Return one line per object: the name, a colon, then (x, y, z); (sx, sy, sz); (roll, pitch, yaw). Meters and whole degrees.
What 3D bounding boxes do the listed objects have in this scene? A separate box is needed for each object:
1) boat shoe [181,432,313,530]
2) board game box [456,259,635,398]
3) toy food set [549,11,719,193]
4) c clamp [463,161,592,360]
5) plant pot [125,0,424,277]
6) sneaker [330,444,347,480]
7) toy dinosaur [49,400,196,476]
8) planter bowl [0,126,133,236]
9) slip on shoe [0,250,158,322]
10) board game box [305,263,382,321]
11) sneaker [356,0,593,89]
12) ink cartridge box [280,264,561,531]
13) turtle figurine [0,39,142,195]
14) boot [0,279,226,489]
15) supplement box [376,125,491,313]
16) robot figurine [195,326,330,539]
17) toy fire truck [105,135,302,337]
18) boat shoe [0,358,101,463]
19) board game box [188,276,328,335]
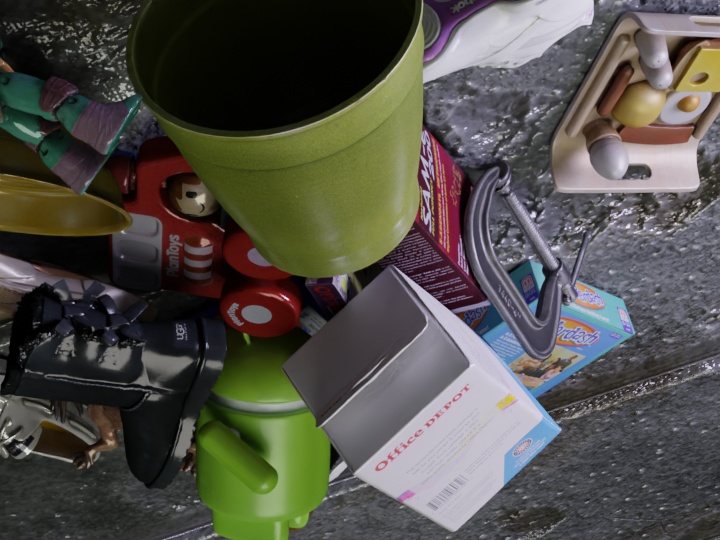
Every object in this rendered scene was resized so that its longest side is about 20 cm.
boat shoe: (-0.119, 0.164, 1.722); (0.070, 0.199, 0.071); (-44, 156, -39)
board game box: (0.143, 0.076, 1.821); (0.200, 0.045, 0.152); (-36, 142, 30)
toy food set: (0.253, -0.133, 1.530); (0.143, 0.061, 0.200); (-1, 146, -21)
c clamp: (0.139, -0.017, 1.611); (0.027, 0.172, 0.200); (-8, 142, 30)
plant pot: (-0.037, -0.102, 1.293); (0.199, 0.201, 0.193); (-17, 139, 2)
sneaker: (-0.001, 0.144, 1.716); (0.088, 0.074, 0.200); (2, 147, -47)
toy dinosaur: (-0.196, 0.115, 1.637); (0.199, 0.086, 0.136); (7, 153, 8)
planter bowl: (-0.255, -0.087, 1.331); (0.199, 0.084, 0.200); (6, 170, 1)
slip on shoe: (-0.259, 0.025, 1.524); (0.199, 0.061, 0.076); (19, 180, -38)
board game box: (0.000, 0.000, 1.564); (0.032, 0.121, 0.200); (-4, 154, 15)
sneaker: (0.083, -0.169, 1.386); (0.199, 0.075, 0.100); (-23, 146, 11)
ink cartridge box: (0.044, 0.100, 1.505); (0.128, 0.125, 0.200); (-43, 143, 6)
turtle figurine: (-0.242, -0.134, 1.203); (0.200, 0.101, 0.150); (36, 166, -7)
boot: (-0.209, 0.095, 1.512); (0.161, 0.074, 0.199); (8, 134, -20)
supplement box: (0.041, -0.052, 1.513); (0.061, 0.110, 0.200); (-14, 151, 21)
robot figurine: (-0.082, 0.132, 1.590); (0.115, 0.175, 0.201); (11, 112, 22)
toy fire truck: (-0.122, -0.040, 1.484); (0.167, 0.113, 0.200); (7, 145, -1)
boat shoe: (-0.312, 0.133, 1.690); (0.071, 0.070, 0.200); (-33, 145, 26)
board game box: (-0.064, 0.080, 1.724); (0.134, 0.045, 0.200); (-25, 147, 15)
